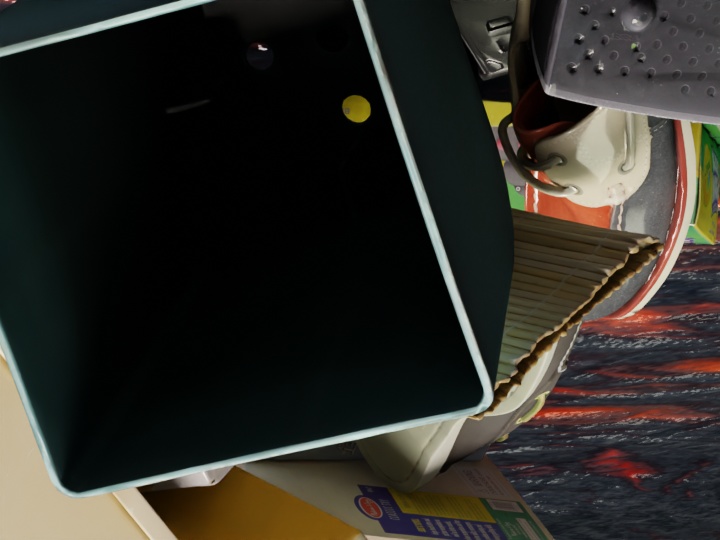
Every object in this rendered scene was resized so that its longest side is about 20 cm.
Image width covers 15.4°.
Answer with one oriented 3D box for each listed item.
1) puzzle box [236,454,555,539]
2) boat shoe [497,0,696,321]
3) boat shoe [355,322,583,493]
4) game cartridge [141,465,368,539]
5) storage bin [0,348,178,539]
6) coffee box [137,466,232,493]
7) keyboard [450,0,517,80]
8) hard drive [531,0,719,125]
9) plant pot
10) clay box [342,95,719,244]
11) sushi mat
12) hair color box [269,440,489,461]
[{"bbox_3d":[0.007,0.107,1.226,0.133,0.025,0.200,7,-170,-11],"label":"puzzle box"},{"bbox_3d":[0.077,-0.063,0.908,0.063,0.071,0.200,-23,135,-34],"label":"boat shoe"},{"bbox_3d":[0.053,0.032,1.138,0.061,0.072,0.201,-27,168,-28],"label":"boat shoe"},{"bbox_3d":[-0.111,0.155,1.072,0.176,0.200,0.032,21,150,52],"label":"game cartridge"},{"bbox_3d":[-0.203,0.083,1.029,0.199,0.094,0.200,1,138,40],"label":"storage bin"},{"bbox_3d":[-0.142,0.035,1.116,0.200,0.114,0.080,-11,-156,37],"label":"coffee box"},{"bbox_3d":[0.127,-0.109,0.939,0.200,0.021,0.127,-15,131,24],"label":"keyboard"},{"bbox_3d":[0.152,-0.112,0.846,0.200,0.135,0.042,2,-158,-24],"label":"hard drive"},{"bbox_3d":[-0.027,-0.046,0.853,0.141,0.141,0.200,-13,-160,18],"label":"plant pot"},{"bbox_3d":[0.065,-0.039,1.042,0.200,0.048,0.115,5,178,12],"label":"clay box"},{"bbox_3d":[0.000,0.000,0.910,0.200,0.096,0.012,15,139,46],"label":"sushi mat"},{"bbox_3d":[-0.035,0.037,1.248,0.200,0.099,0.061,2,126,-30],"label":"hair color box"}]
